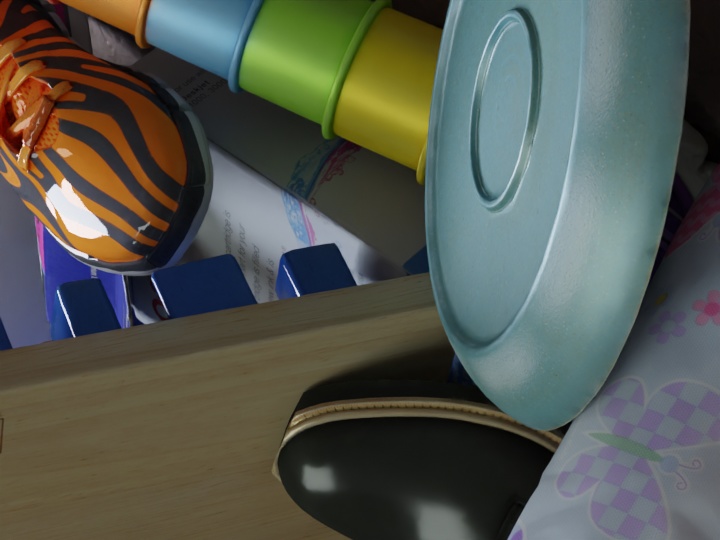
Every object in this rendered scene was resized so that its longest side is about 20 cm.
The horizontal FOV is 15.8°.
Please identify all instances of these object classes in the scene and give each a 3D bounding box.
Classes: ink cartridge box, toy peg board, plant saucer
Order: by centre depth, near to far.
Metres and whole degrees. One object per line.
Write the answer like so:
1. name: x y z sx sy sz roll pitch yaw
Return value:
1. plant saucer: 0.055 -0.050 0.830 0.200 0.027 0.201 -175 90 -75
2. toy peg board: -0.086 0.062 0.966 0.200 0.199 0.098 103 148 -45
3. ink cartridge box: 0.000 0.000 1.037 0.200 0.085 0.145 33 145 26
4. ink cartridge box: -0.122 -0.048 1.084 0.095 0.037 0.201 101 158 -64

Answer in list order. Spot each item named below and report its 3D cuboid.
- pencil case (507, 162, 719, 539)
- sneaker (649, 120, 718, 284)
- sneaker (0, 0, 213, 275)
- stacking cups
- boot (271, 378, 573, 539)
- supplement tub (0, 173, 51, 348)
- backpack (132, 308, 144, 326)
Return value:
1. pencil case: 0.118 0.049 0.813 0.090 0.200 0.083 20 156 33
2. sneaker: 0.115 0.039 0.924 0.200 0.083 0.081 54 151 -11
3. sneaker: -0.144 -0.068 0.972 0.112 0.078 0.200 19 -165 -48
4. stacking cups: -0.055 -0.094 0.967 0.199 0.061 0.061 22 144 9
5. boot: 0.057 0.123 0.872 0.199 0.139 0.078 18 134 0
6. supplement tub: -0.207 -0.022 1.233 0.200 0.145 0.146 5 128 52
7. backpack: -0.076 0.108 1.181 0.163 0.168 0.200 52 151 -13
